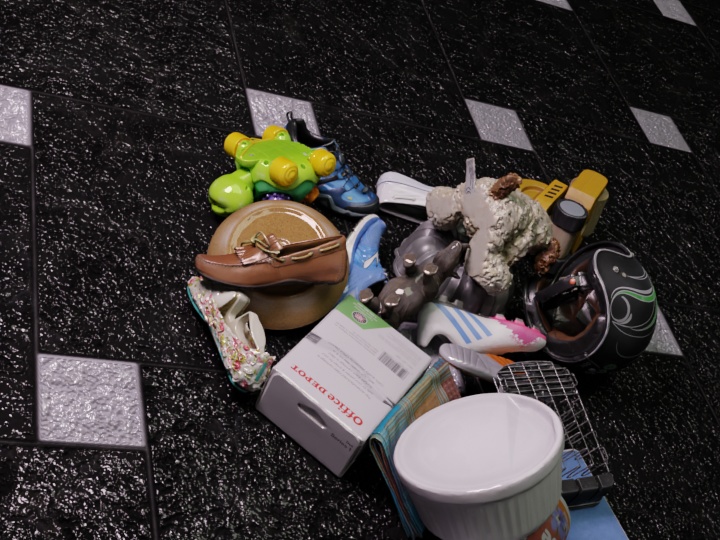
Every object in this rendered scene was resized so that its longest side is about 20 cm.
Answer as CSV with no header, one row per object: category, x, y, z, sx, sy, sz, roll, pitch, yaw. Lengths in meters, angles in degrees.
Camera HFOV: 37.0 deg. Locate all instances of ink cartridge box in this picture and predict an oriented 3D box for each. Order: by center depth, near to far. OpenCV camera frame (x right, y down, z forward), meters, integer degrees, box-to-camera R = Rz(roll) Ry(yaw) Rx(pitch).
ink cartridge box,-0.020,0.143,1.374,0.145,0.085,0.200,38,40,9

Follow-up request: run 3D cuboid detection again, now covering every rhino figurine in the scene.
rhino figurine,0.080,0.017,1.501,0.199,0.088,0.060,-36,61,-22

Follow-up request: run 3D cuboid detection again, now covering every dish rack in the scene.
dish rack,0.253,0.219,1.452,0.151,0.055,0.203,2,58,-34

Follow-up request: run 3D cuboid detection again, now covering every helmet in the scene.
helmet,0.358,0.056,1.636,0.189,0.201,0.201,-1,47,-50

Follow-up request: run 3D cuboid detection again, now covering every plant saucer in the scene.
plant saucer,-0.111,-0.019,1.463,0.196,0.036,0.203,3,62,-6

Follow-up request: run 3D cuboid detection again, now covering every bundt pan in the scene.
bundt pan,0.153,-0.006,1.657,0.199,0.076,0.204,18,40,-15

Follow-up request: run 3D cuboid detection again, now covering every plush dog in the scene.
plush dog,0.218,-0.077,1.604,0.170,0.161,0.201,7,41,-49

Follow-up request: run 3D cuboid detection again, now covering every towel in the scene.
towel,0.087,0.220,1.356,0.200,0.021,0.149,-39,110,-50

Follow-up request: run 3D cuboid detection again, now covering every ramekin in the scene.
ramekin,0.145,0.236,1.254,0.199,0.096,0.203,-13,23,6

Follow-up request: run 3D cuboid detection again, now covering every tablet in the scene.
tablet,0.290,0.330,1.438,0.128,0.014,0.202,0,49,-34

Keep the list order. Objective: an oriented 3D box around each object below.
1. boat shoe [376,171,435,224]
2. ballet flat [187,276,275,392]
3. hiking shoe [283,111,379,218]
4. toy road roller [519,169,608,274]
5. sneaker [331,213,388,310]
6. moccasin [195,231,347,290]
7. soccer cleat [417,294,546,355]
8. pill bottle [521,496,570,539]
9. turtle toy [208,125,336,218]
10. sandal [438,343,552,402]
boat shoe,0.116,-0.094,1.743,0.197,0.074,0.068,15,55,-5
ballet flat,-0.159,0.067,1.367,0.075,0.064,0.201,24,26,-50
hiking shoe,-0.050,-0.157,1.673,0.198,0.087,0.075,32,38,1
toy road roller,0.324,-0.103,1.841,0.145,0.124,0.200,30,38,17
sneaker,0.000,0.000,1.560,0.089,0.079,0.201,34,46,-7
moccasin,-0.114,-0.018,1.387,0.197,0.079,0.074,-2,17,-8
soccer cleat,0.172,0.101,1.563,0.197,0.070,0.088,17,80,-11
pill bottle,0.169,0.342,1.266,0.112,0.113,0.200,36,39,6
turtle toy,-0.138,-0.136,1.580,0.198,0.103,0.145,-19,37,-41
sandal,0.179,0.156,1.512,0.204,0.060,0.079,21,18,-31
